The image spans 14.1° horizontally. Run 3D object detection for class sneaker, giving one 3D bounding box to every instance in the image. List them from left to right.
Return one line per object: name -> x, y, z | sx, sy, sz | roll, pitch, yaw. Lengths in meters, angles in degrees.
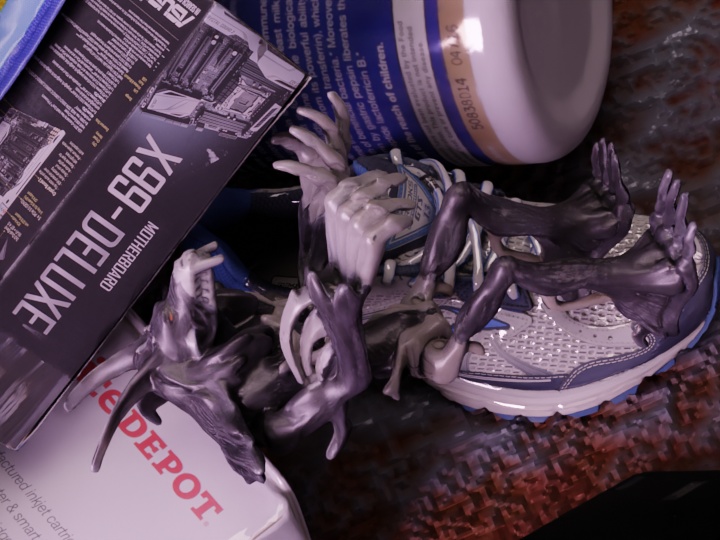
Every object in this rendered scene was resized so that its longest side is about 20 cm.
sneaker -> 0.027, 0.001, 1.027 | 0.199, 0.085, 0.077 | -3, 55, 12

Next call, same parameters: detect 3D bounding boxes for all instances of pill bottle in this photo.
pill bottle -> -0.017, -0.094, 1.078 | 0.199, 0.116, 0.116 | -2, 54, 25

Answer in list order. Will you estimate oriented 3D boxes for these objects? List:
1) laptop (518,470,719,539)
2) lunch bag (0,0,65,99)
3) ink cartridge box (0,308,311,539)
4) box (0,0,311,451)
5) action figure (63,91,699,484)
laptop -> 0.127, 0.140, 0.885 | 0.199, 0.117, 0.187 | -4, 11, 39
lunch bag -> -0.147, -0.127, 0.988 | 0.150, 0.094, 0.201 | 23, 92, 51
ink cartridge box -> -0.128, 0.113, 0.987 | 0.200, 0.084, 0.145 | -36, 54, -12
box -> -0.125, -0.053, 1.002 | 0.158, 0.050, 0.200 | -53, 40, 2
action figure -> 0.000, 0.000, 0.937 | 0.199, 0.103, 0.119 | -14, 28, -14
